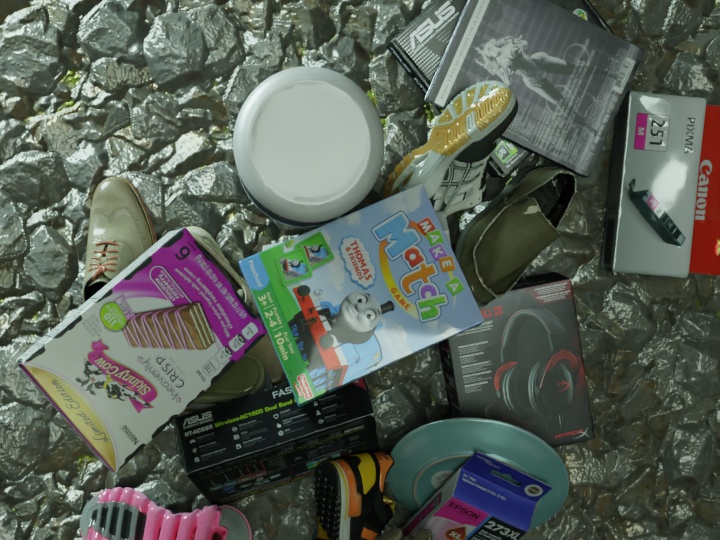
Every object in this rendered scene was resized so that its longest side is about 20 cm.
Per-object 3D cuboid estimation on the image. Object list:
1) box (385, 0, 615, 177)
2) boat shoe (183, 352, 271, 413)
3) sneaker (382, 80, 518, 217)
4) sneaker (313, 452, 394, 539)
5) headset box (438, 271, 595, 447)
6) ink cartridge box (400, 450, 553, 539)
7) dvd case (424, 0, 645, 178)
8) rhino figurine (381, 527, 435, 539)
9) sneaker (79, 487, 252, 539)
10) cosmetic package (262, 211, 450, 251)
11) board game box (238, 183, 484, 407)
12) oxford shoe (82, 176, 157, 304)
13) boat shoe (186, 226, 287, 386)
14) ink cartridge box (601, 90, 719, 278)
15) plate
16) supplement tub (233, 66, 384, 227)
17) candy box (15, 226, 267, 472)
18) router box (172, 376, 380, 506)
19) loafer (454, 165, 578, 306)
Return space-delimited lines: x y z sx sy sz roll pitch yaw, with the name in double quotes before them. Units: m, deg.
"box" 0.162 -0.237 1.084 0.200 0.048 0.194 -41 101 -3
"boat shoe" -0.190 0.120 1.053 0.198 0.069 0.075 7 62 14
"sneaker" 0.109 -0.115 1.044 0.087 0.076 0.200 28 135 -21
"sneaker" -0.001 0.286 1.082 0.089 0.070 0.202 -12 120 -26
"headset box" 0.165 0.095 1.098 0.147 0.075 0.203 -10 96 -5
"ink cartridge box" 0.113 0.275 1.071 0.094 0.037 0.201 26 128 -10
"dvd case" 0.186 -0.207 1.059 0.198 0.016 0.150 24 93 -10
"rhino figurine" 0.007 0.355 1.041 0.199 0.060 0.088 -39 127 -12
"sneaker" -0.204 0.289 1.070 0.198 0.096 0.080 8 64 14
"cosmetic package" 0.000 0.000 1.055 0.197 0.051 0.083 -10 119 3
"board game box" 0.001 0.023 0.976 0.198 0.037 0.153 -23 82 -8
"oxford shoe" -0.250 -0.005 1.022 0.070 0.075 0.202 -9 78 5
"boat shoe" -0.138 0.043 1.060 0.072 0.065 0.201 -33 98 -3
"ink cartridge box" 0.368 -0.093 1.125 0.171 0.044 0.203 4 94 -6
"plate" 0.124 0.234 1.072 0.198 0.026 0.202 6 132 7
"supplement tub" -0.054 -0.115 0.985 0.138 0.200 0.142 0 90 -6
"candy box" -0.207 0.073 0.959 0.200 0.061 0.137 -43 104 -20
"router box" -0.081 0.173 1.034 0.198 0.150 0.063 -17 64 -6
"loafer" 0.166 -0.046 1.047 0.075 0.069 0.201 47 58 -19
